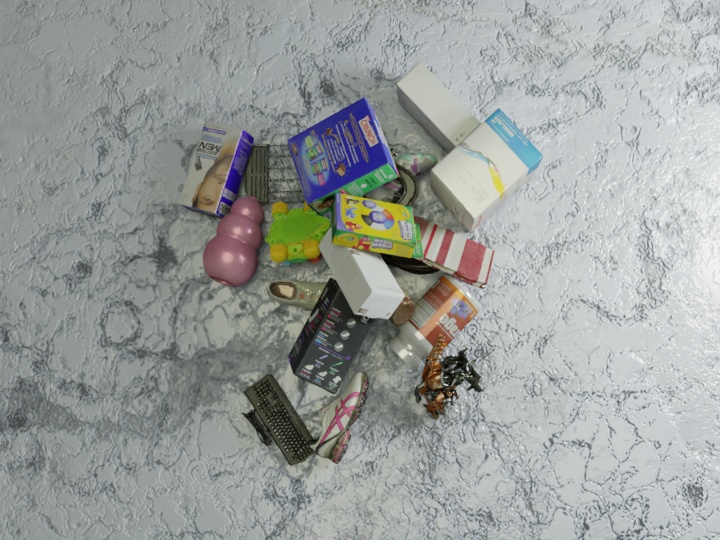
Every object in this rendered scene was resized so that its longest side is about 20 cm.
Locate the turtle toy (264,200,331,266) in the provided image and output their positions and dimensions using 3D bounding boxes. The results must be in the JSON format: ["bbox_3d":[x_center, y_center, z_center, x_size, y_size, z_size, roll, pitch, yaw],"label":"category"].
[{"bbox_3d":[-0.115,-0.074,1.645,0.195,0.102,0.148,-5,59,7],"label":"turtle toy"}]

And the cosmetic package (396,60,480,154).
[{"bbox_3d":[0.171,-0.352,1.654,0.081,0.113,0.201,-40,83,-2],"label":"cosmetic package"}]

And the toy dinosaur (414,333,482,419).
[{"bbox_3d":[0.176,0.226,1.554,0.133,0.202,0.103,-13,53,-11],"label":"toy dinosaur"}]

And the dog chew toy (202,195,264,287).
[{"bbox_3d":[-0.273,-0.069,1.658,0.122,0.125,0.204,17,76,7],"label":"dog chew toy"}]

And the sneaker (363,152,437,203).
[{"bbox_3d":[0.086,-0.176,1.660,0.196,0.078,0.143,-13,82,13],"label":"sneaker"}]

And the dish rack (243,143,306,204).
[{"bbox_3d":[-0.172,-0.226,1.698,0.195,0.055,0.157,-1,81,6],"label":"dish rack"}]

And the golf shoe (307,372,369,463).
[{"bbox_3d":[-0.046,0.307,1.603,0.091,0.073,0.203,23,85,10],"label":"golf shoe"}]

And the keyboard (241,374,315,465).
[{"bbox_3d":[-0.187,0.337,1.630,0.103,0.040,0.202,-35,80,-1],"label":"keyboard"}]

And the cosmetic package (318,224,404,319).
[{"bbox_3d":[0.000,0.000,1.531,0.074,0.100,0.201,-53,49,26],"label":"cosmetic package"}]

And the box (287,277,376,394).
[{"bbox_3d":[-0.059,0.137,1.577,0.105,0.122,0.203,27,95,-16],"label":"box"}]

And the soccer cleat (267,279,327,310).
[{"bbox_3d":[-0.112,0.055,1.641,0.195,0.078,0.071,5,83,6],"label":"soccer cleat"}]

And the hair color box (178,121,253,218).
[{"bbox_3d":[-0.328,-0.228,1.698,0.107,0.065,0.204,14,85,22],"label":"hair color box"}]

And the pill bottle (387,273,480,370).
[{"bbox_3d":[0.154,0.114,1.591,0.112,0.112,0.200,43,89,9],"label":"pill bottle"}]

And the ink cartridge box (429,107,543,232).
[{"bbox_3d":[0.266,-0.211,1.606,0.199,0.147,0.145,-41,81,-2],"label":"ink cartridge box"}]

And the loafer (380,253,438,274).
[{"bbox_3d":[0.094,-0.037,1.637,0.195,0.071,0.075,8,83,7],"label":"loafer"}]

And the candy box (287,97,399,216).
[{"bbox_3d":[-0.038,-0.241,1.588,0.197,0.077,0.172,-25,67,15],"label":"candy box"}]

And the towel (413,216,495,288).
[{"bbox_3d":[0.190,-0.041,1.605,0.197,0.145,0.023,24,128,3],"label":"towel"}]

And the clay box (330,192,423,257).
[{"bbox_3d":[0.038,-0.092,1.534,0.195,0.048,0.116,8,44,-12],"label":"clay box"}]

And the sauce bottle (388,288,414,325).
[{"bbox_3d":[0.040,0.034,1.597,0.066,0.066,0.200,-42,50,-1],"label":"sauce bottle"}]

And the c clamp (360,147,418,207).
[{"bbox_3d":[0.035,-0.174,1.623,0.169,0.027,0.202,33,92,10],"label":"c clamp"}]
